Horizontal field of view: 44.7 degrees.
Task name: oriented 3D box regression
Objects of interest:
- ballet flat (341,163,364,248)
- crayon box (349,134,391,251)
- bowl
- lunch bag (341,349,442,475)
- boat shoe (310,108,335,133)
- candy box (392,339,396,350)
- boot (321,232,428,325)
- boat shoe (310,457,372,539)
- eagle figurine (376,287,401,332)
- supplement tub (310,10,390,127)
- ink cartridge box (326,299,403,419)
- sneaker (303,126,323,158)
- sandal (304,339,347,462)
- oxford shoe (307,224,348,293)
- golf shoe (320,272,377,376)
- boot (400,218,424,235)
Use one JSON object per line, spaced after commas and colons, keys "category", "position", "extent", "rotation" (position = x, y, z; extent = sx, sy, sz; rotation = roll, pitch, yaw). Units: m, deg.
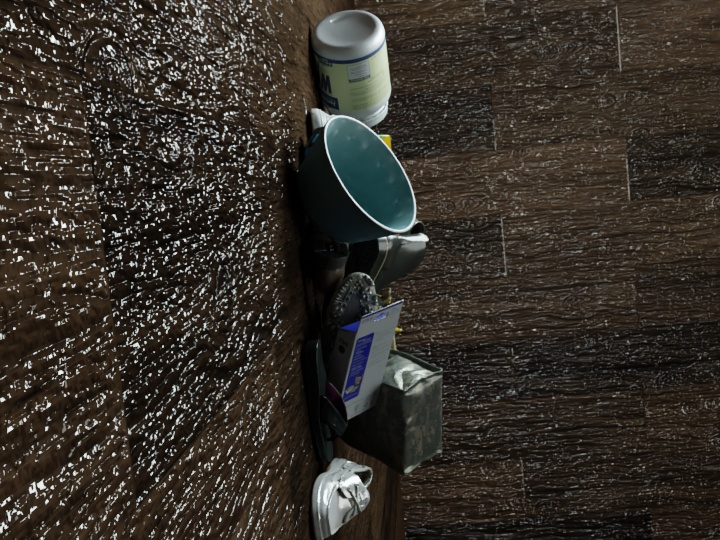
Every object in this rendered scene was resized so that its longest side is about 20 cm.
{"category": "ballet flat", "position": [0.008, -0.120, 1.442], "extent": [0.076, 0.064, 0.200], "rotation": [-50, 136, -51]}
{"category": "crayon box", "position": [0.007, -0.140, 1.566], "extent": [0.119, 0.058, 0.200], "rotation": [-14, 100, -54]}
{"category": "bowl", "position": [-0.019, -0.122, 1.321], "extent": [0.201, 0.105, 0.201], "rotation": [35, 39, -34]}
{"category": "lunch bag", "position": [0.034, 0.219, 1.461], "extent": [0.118, 0.200, 0.164], "rotation": [-22, 119, -40]}
{"category": "boat shoe", "position": [-0.051, -0.254, 1.603], "extent": [0.200, 0.068, 0.072], "rotation": [36, 49, -85]}
{"category": "candy box", "position": [0.010, 0.167, 1.582], "extent": [0.200, 0.117, 0.057], "rotation": [79, 7, -49]}
{"category": "boot", "position": [0.029, 0.023, 1.449], "extent": [0.077, 0.138, 0.200], "rotation": [50, -56, 29]}
{"category": "boat shoe", "position": [-0.022, 0.315, 1.233], "extent": [0.200, 0.069, 0.071], "rotation": [-49, 136, -74]}
{"category": "eagle figurine", "position": [0.016, 0.132, 1.869], "extent": [0.152, 0.151, 0.200], "rotation": [43, 56, -16]}
{"category": "supplement tub", "position": [-0.015, -0.397, 1.746], "extent": [0.200, 0.145, 0.145], "rotation": [80, 6, -48]}
{"category": "ink cartridge box", "position": [0.000, 0.131, 1.308], "extent": [0.099, 0.039, 0.200], "rotation": [-17, 131, -46]}
{"category": "sneaker", "position": [-0.060, -0.133, 1.454], "extent": [0.082, 0.073, 0.200], "rotation": [-58, 141, -54]}
{"category": "sandal", "position": [-0.046, 0.193, 1.253], "extent": [0.075, 0.048, 0.201], "rotation": [-84, 169, -63]}
{"category": "oxford shoe", "position": [-0.054, -0.023, 1.377], "extent": [0.200, 0.073, 0.085], "rotation": [-79, 179, -67]}
{"category": "golf shoe", "position": [-0.032, 0.078, 1.359], "extent": [0.097, 0.078, 0.200], "rotation": [-118, -142, -53]}
{"category": "boot", "position": [0.039, -0.105, 1.784], "extent": [0.073, 0.200, 0.182], "rotation": [-65, 165, -5]}
